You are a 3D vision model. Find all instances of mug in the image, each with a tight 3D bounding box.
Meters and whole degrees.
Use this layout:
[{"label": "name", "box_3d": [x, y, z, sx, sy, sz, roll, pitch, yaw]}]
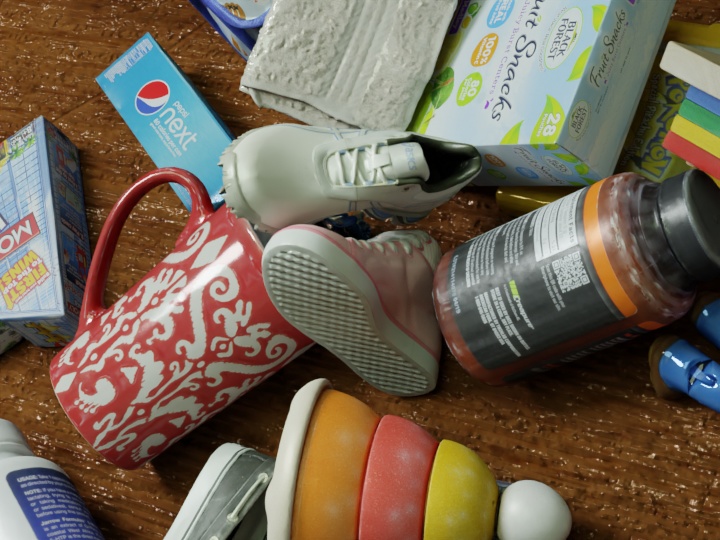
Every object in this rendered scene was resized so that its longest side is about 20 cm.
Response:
[{"label": "mug", "box_3d": [-0.136, 0.035, 1.216, 0.199, 0.133, 0.178, -39, 55, 9]}]

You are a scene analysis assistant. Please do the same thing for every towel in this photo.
[{"label": "towel", "box_3d": [0.001, -0.198, 1.174, 0.131, 0.034, 0.202, 20, 88, -11]}]

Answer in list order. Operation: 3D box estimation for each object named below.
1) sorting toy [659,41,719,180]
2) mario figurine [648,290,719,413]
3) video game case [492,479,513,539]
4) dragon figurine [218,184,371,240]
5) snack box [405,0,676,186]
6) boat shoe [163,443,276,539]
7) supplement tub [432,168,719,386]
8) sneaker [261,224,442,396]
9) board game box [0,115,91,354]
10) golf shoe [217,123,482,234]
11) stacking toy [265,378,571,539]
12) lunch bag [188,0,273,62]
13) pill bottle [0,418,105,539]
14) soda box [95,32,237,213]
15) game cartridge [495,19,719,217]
[{"label": "sorting toy", "box_3d": [0.309, -0.061, 0.997, 0.199, 0.199, 0.070, 40, 115, 47]}, {"label": "mario figurine", "box_3d": [0.279, 0.103, 1.019, 0.200, 0.105, 0.124, 45, 126, 45]}, {"label": "video game case", "box_3d": [0.028, 0.207, 1.110, 0.198, 0.019, 0.144, 6, 69, 30]}, {"label": "dragon figurine", "box_3d": [-0.040, -0.046, 1.162, 0.059, 0.200, 0.100, -29, 90, 11]}, {"label": "snack box", "box_3d": [0.122, -0.150, 1.169, 0.199, 0.067, 0.170, 3, 67, 52]}, {"label": "boat shoe", "box_3d": [-0.111, 0.222, 1.140, 0.063, 0.071, 0.201, 14, 71, 32]}, {"label": "supplement tub", "box_3d": [0.153, 0.001, 1.069, 0.199, 0.107, 0.108, -24, 56, 34]}, {"label": "sneaker", "box_3d": [0.000, 0.000, 1.123, 0.075, 0.200, 0.106, -8, 56, 30]}, {"label": "board game box", "box_3d": [-0.307, 0.004, 1.352, 0.199, 0.062, 0.201, -34, 55, 7]}, {"label": "golf shoe", "box_3d": [-0.003, -0.074, 1.084, 0.097, 0.199, 0.079, -19, 81, 47]}, {"label": "stacking toy", "box_3d": [0.043, 0.158, 1.064, 0.198, 0.146, 0.148, 8, 68, 9]}, {"label": "lunch bag", "box_3d": [-0.045, -0.239, 1.246, 0.170, 0.200, 0.124, -47, 31, -5]}, {"label": "pill bottle", "box_3d": [-0.255, 0.212, 1.187, 0.119, 0.120, 0.200, -40, 55, 3]}, {"label": "soda box", "box_3d": [-0.142, -0.107, 1.321, 0.064, 0.068, 0.200, -39, 55, 3]}, {"label": "game cartridge", "box_3d": [0.217, -0.105, 1.164, 0.198, 0.032, 0.178, 13, 72, 33]}]
